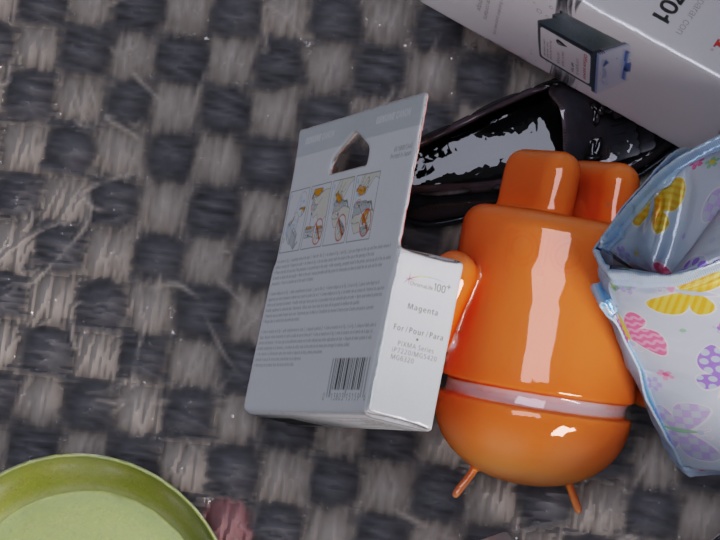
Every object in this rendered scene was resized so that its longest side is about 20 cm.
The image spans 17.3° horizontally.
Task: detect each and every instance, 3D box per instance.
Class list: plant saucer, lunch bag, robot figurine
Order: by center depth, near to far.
[{"bbox_3d":[0.233,0.007,1.284,0.200,0.170,0.127,-28,35,1],"label":"lunch bag"},{"bbox_3d":[0.102,0.034,1.331,0.116,0.144,0.201,9,91,28],"label":"robot figurine"},{"bbox_3d":[-0.167,0.209,1.394,0.199,0.031,0.201,-2,80,9],"label":"plant saucer"}]

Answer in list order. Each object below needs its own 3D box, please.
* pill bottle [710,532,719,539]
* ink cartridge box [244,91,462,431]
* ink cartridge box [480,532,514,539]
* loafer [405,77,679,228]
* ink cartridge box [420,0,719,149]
[{"bbox_3d":[0.216,0.187,1.247,0.200,0.106,0.106,-30,73,-41],"label":"pill bottle"},{"bbox_3d":[0.000,0.000,1.322,0.043,0.200,0.174,15,82,-20],"label":"ink cartridge box"},{"bbox_3d":[0.100,0.244,1.282,0.084,0.145,0.200,-46,77,11],"label":"ink cartridge box"},{"bbox_3d":[0.107,-0.075,1.381,0.200,0.063,0.072,-19,78,5],"label":"loafer"},{"bbox_3d":[0.157,-0.177,1.359,0.200,0.086,0.147,30,62,13],"label":"ink cartridge box"}]
